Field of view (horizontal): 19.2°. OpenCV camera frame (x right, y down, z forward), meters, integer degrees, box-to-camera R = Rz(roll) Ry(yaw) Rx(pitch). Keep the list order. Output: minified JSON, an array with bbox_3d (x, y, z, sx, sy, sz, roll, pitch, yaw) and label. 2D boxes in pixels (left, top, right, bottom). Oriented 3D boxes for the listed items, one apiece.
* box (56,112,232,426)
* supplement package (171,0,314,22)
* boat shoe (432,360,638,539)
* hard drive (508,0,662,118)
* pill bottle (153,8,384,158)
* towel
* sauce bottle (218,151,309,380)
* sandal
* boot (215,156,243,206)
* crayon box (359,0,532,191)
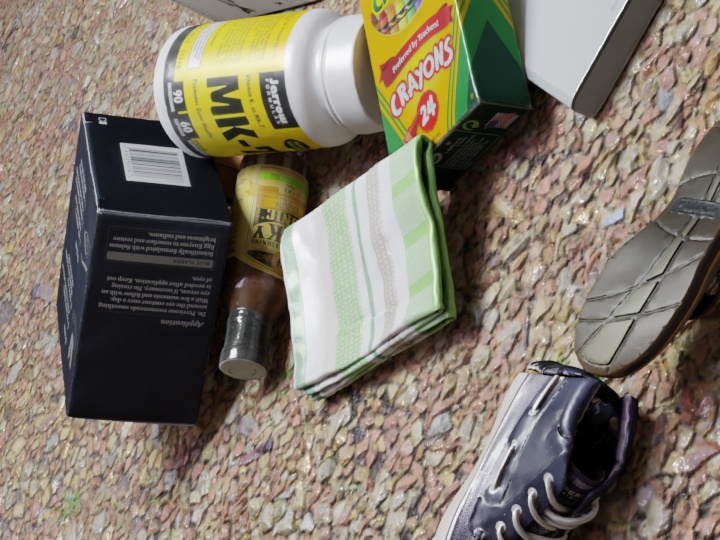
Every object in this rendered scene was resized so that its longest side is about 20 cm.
[{"bbox_3d":[-0.190,-0.003,1.822,0.197,0.117,0.200,-109,28,-60],"label":"box"},{"bbox_3d":[-0.115,-0.317,2.012,0.200,0.117,0.117,-2,67,60],"label":"supplement package"},{"bbox_3d":[0.106,0.149,1.315,0.093,0.075,0.200,-4,65,67],"label":"boat shoe"},{"bbox_3d":[0.152,-0.202,1.559,0.132,0.026,0.200,-61,28,10],"label":"hard drive"},{"bbox_3d":[-0.061,-0.155,1.745,0.200,0.114,0.114,-3,64,35],"label":"pill bottle"},{"bbox_3d":[0.000,0.000,1.606,0.200,0.031,0.149,-35,59,52],"label":"towel"},{"bbox_3d":[-0.083,-0.005,1.778,0.065,0.065,0.200,-29,47,49],"label":"sauce bottle"},{"bbox_3d":[0.207,-0.013,1.299,0.082,0.055,0.200,15,67,56],"label":"sandal"},{"bbox_3d":[-0.081,-0.133,1.873,0.200,0.074,0.155,-9,66,61],"label":"boot"},{"bbox_3d":[0.059,-0.178,1.608,0.127,0.051,0.200,-45,48,49],"label":"crayon box"}]
